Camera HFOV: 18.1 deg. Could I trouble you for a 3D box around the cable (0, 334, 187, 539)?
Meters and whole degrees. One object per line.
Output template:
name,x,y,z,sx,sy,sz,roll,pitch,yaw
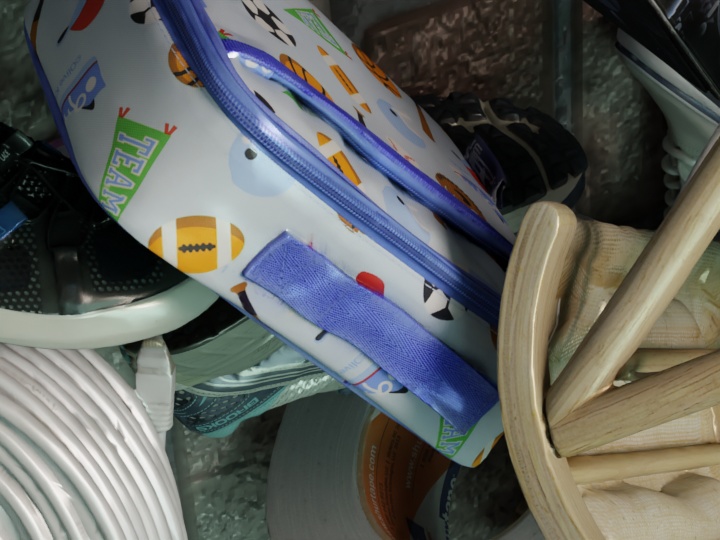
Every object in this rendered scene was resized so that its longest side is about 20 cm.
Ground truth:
cable,-0.158,0.103,0.802,0.198,0.069,0.201,-2,109,13

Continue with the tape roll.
tape roll,0.059,0.077,0.906,0.200,0.200,0.066,-47,133,5

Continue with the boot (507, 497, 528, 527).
boot,0.171,0.128,1.107,0.200,0.072,0.167,-37,133,-10

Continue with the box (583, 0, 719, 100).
box,0.053,-0.171,0.719,0.086,0.200,0.164,-45,135,1

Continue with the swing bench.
swing bench,0.152,0.004,0.719,0.200,0.130,0.199,-40,162,19

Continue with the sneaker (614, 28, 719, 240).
sneaker,0.162,-0.041,0.977,0.071,0.073,0.200,-47,133,8

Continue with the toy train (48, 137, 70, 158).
toy train,-0.096,-0.052,0.810,0.200,0.056,0.150,-49,135,7

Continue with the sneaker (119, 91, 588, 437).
sneaker,0.000,0.000,0.908,0.199,0.078,0.087,-25,138,-4

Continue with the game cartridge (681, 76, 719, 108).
game cartridge,0.140,-0.147,0.788,0.041,0.133,0.201,-19,131,-27

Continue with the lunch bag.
lunch bag,-0.012,-0.025,0.735,0.076,0.161,0.200,-45,130,12

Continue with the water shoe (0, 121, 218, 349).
water shoe,-0.138,-0.031,0.731,0.198,0.072,0.079,11,120,-1
